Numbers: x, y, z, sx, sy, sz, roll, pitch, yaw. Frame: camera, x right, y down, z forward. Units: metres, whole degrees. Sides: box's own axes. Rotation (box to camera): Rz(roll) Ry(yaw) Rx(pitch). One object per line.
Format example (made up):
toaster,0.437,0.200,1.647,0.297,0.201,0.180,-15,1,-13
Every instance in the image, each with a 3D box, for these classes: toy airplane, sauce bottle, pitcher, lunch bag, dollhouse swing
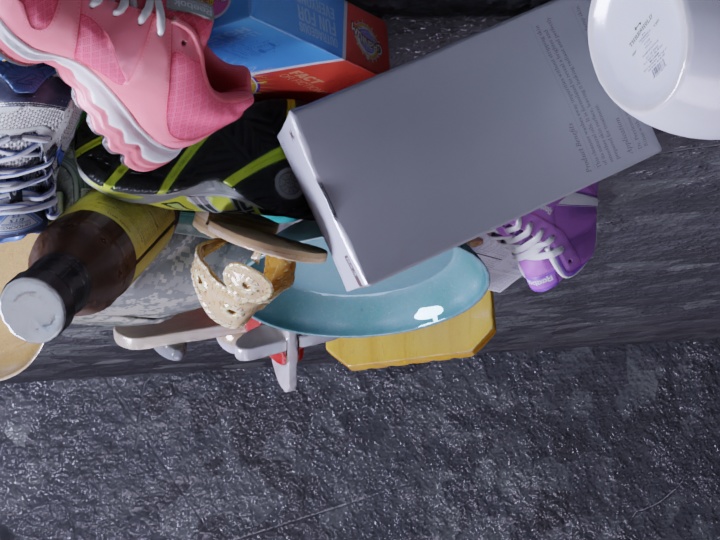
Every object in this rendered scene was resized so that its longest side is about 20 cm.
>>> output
toy airplane,-0.099,0.035,1.152,0.199,0.199,0.141,23,137,5
sauce bottle,-0.168,-0.012,0.784,0.064,0.065,0.200,-7,-163,10
pitcher,0.232,-0.150,0.648,0.199,0.122,0.172,-12,154,-24
lunch bag,-0.196,-0.029,0.987,0.167,0.140,0.200,-5,172,41
dollhouse swing,0.063,0.015,1.294,0.199,0.177,0.182,-9,170,14

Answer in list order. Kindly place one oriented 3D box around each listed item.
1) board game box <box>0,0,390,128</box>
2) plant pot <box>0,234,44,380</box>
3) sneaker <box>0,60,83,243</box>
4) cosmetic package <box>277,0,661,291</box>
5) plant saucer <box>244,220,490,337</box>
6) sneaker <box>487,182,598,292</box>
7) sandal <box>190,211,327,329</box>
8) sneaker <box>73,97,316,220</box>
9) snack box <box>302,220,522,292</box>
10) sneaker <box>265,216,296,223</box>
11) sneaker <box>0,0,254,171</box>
board game box,-0.105,-0.128,0.759,0.199,0.041,0.153,-11,169,30
plant pot,-0.290,-0.017,0.907,0.199,0.201,0.027,-12,-168,34
sneaker,-0.196,-0.062,0.718,0.077,0.086,0.200,-2,169,-19
cosmetic package,0.062,-0.076,0.748,0.199,0.113,0.081,-23,180,-8
plant saucer,0.000,0.000,0.969,0.199,0.036,0.200,-3,155,-1
sneaker,0.121,-0.036,0.946,0.200,0.115,0.072,-11,-172,-43
sandal,-0.077,0.003,0.821,0.077,0.070,0.212,15,-174,-17
sneaker,-0.082,-0.072,0.799,0.199,0.076,0.076,9,174,-16
snack box,0.057,-0.027,0.999,0.199,0.024,0.072,14,143,-32
sneaker,-0.045,-0.085,0.910,0.199,0.084,0.121,-6,169,30
sneaker,-0.120,-0.128,0.616,0.086,0.074,0.200,-18,149,17
